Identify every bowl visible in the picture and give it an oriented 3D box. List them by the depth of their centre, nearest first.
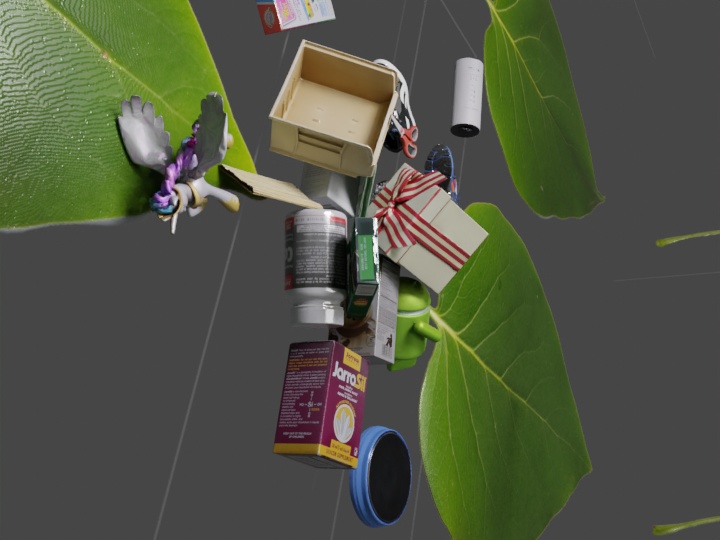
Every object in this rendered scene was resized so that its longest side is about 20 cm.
[{"bbox_3d":[0.046,0.418,1.655,0.200,0.039,0.202,16,71,-57],"label":"bowl"}]

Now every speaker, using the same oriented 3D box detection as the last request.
[{"bbox_3d":[0.281,-0.455,2.148,0.081,0.081,0.201,30,60,-53],"label":"speaker"}]

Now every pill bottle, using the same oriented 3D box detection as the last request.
[{"bbox_3d":[-0.079,-0.001,1.451,0.114,0.113,0.201,13,74,-57],"label":"pill bottle"}]

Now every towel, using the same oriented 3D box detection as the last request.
[{"bbox_3d":[0.012,-0.197,1.597,0.201,0.023,0.153,-86,-172,-51],"label":"towel"}]

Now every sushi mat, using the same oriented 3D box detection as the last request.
[{"bbox_3d":[-0.149,-0.141,1.396,0.200,0.096,0.012,9,114,-58],"label":"sushi mat"}]

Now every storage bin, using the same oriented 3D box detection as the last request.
[{"bbox_3d":[-0.044,-0.289,1.472,0.094,0.197,0.201,108,0,-57],"label":"storage bin"}]

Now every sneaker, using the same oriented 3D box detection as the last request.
[{"bbox_3d":[0.063,-0.351,1.779,0.201,0.073,0.112,63,36,-33],"label":"sneaker"},{"bbox_3d":[0.205,-0.213,2.005,0.078,0.075,0.201,-39,126,-64],"label":"sneaker"}]

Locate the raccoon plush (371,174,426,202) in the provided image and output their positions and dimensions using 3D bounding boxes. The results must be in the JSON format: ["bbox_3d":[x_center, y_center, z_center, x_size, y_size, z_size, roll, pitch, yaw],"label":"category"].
[{"bbox_3d":[0.119,-0.148,1.777,0.200,0.133,0.097,22,66,-55],"label":"raccoon plush"}]

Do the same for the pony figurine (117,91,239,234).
[{"bbox_3d":[-0.249,-0.159,1.193,0.200,0.165,0.194,-34,122,-72],"label":"pony figurine"}]

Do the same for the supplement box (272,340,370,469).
[{"bbox_3d":[-0.066,0.240,1.442,0.131,0.103,0.201,35,56,-50],"label":"supplement box"}]

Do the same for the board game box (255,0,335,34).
[{"bbox_3d":[-0.130,-0.534,1.528,0.200,0.040,0.154,-36,116,-55],"label":"board game box"}]

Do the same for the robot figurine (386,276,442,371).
[{"bbox_3d":[0.082,0.103,1.666,0.115,0.175,0.201,-8,114,-31],"label":"robot figurine"}]

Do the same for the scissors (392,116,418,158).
[{"bbox_3d":[0.089,-0.291,1.752,0.200,0.014,0.074,8,93,-69],"label":"scissors"}]

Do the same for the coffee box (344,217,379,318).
[{"bbox_3d":[0.000,0.000,1.451,0.200,0.044,0.124,108,-19,-70],"label":"coffee box"}]

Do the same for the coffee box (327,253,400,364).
[{"bbox_3d":[0.006,0.078,1.579,0.080,0.112,0.201,29,60,-53],"label":"coffee box"}]

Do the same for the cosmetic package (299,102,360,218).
[{"bbox_3d":[-0.052,-0.209,1.570,0.101,0.071,0.201,35,56,-51],"label":"cosmetic package"}]

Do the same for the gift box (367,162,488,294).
[{"bbox_3d":[0.122,-0.089,1.586,0.186,0.200,0.185,36,91,-32],"label":"gift box"}]
